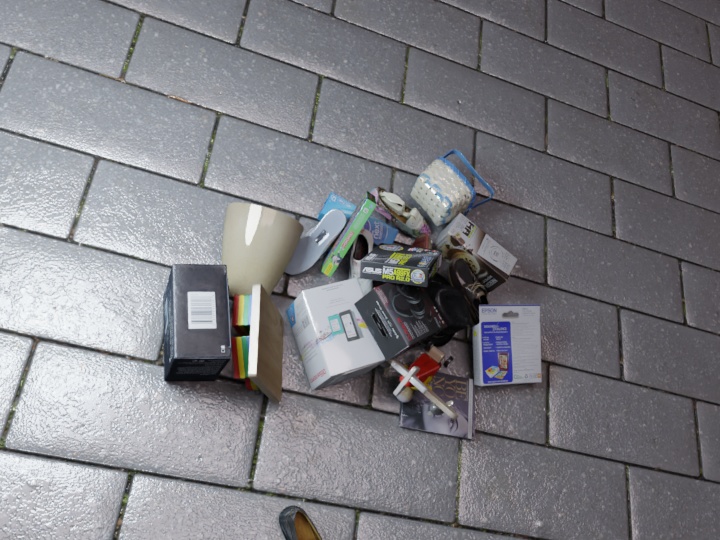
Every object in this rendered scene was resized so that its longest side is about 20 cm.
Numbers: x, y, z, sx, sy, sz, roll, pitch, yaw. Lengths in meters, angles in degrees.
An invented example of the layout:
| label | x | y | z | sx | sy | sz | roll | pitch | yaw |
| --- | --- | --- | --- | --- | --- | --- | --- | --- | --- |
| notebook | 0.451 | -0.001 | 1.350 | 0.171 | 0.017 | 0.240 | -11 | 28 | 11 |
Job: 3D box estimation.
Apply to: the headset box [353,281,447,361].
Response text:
| label | x | y | z | sx | sy | sz | roll | pitch | yaw |
| --- | --- | --- | --- | --- | --- | --- | --- | --- | --- |
| headset box | 0.087 | 0.103 | 1.502 | 0.199 | 0.077 | 0.150 | -15 | 71 | -54 |

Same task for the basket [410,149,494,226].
| label | x | y | z | sx | sy | sz | roll | pitch | yaw |
| --- | --- | --- | --- | --- | --- | --- | --- | --- | --- |
| basket | 0.244 | -0.228 | 1.806 | 0.199 | 0.140 | 0.177 | -31 | 72 | -23 |

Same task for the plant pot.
| label | x | y | z | sx | sy | sz | roll | pitch | yaw |
| --- | --- | --- | --- | --- | --- | --- | --- | --- | --- |
| plant pot | -0.243 | -0.025 | 1.528 | 0.185 | 0.187 | 0.203 | 17 | 78 | -14 |

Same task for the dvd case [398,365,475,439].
| label | x | y | z | sx | sy | sz | roll | pitch | yaw |
| --- | --- | --- | --- | --- | --- | --- | --- | --- | --- |
| dvd case | 0.191 | 0.323 | 1.632 | 0.197 | 0.016 | 0.151 | 14 | 64 | -16 |

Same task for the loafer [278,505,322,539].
| label | x | y | z | sx | sy | sz | roll | pitch | yaw |
| --- | --- | --- | --- | --- | --- | --- | --- | --- | --- |
| loafer | -0.102 | 0.582 | 1.378 | 0.072 | 0.072 | 0.201 | -30 | 83 | -30 |

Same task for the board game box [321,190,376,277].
| label | x | y | z | sx | sy | sz | roll | pitch | yaw |
| --- | --- | --- | --- | --- | --- | --- | --- | --- | --- |
| board game box | -0.027 | -0.090 | 1.591 | 0.029 | 0.135 | 0.201 | 32 | 102 | -7 |

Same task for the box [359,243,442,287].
| label | x | y | z | sx | sy | sz | roll | pitch | yaw |
| --- | --- | --- | --- | --- | --- | --- | --- | --- | --- |
| box | 0.099 | -0.016 | 1.560 | 0.158 | 0.200 | 0.045 | 8 | 105 | 15 |

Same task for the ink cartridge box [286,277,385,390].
| label | x | y | z | sx | sy | sz | roll | pitch | yaw |
| --- | --- | --- | --- | --- | --- | --- | --- | --- | --- |
| ink cartridge box | -0.060 | 0.148 | 1.530 | 0.144 | 0.147 | 0.203 | -13 | 75 | -26 |

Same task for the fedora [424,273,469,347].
| label | x | y | z | sx | sy | sz | roll | pitch | yaw |
| --- | --- | --- | --- | --- | --- | --- | --- | --- | --- |
| fedora | 0.205 | 0.096 | 1.646 | 0.199 | 0.091 | 0.204 | 2 | 87 | -40 |

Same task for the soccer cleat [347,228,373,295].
| label | x | y | z | sx | sy | sz | roll | pitch | yaw |
| --- | --- | --- | --- | --- | --- | --- | --- | --- | --- |
| soccer cleat | 0.000 | 0.000 | 1.621 | 0.067 | 0.085 | 0.204 | 4 | 91 | 9 |

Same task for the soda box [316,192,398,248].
| label | x | y | z | sx | sy | sz | roll | pitch | yaw |
| --- | --- | --- | --- | --- | --- | --- | --- | --- | --- |
| soda box | -0.008 | -0.116 | 1.698 | 0.198 | 0.068 | 0.065 | 29 | 75 | -8 |

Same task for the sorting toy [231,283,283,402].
| label | x | y | z | sx | sy | sz | roll | pitch | yaw |
| --- | --- | --- | --- | --- | --- | --- | --- | --- | --- |
| sorting toy | -0.225 | 0.163 | 1.443 | 0.068 | 0.201 | 0.202 | -5 | 64 | 6 |

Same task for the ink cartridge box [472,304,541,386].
| label | x | y | z | sx | sy | sz | roll | pitch | yaw |
| --- | --- | --- | --- | --- | --- | --- | --- | --- | --- |
| ink cartridge box | 0.375 | 0.189 | 1.708 | 0.195 | 0.047 | 0.204 | 1 | 84 | -24 |

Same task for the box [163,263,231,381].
| label | x | y | z | sx | sy | sz | roll | pitch | yaw |
| --- | --- | --- | --- | --- | --- | --- | --- | --- | --- |
| box | -0.347 | 0.114 | 1.399 | 0.116 | 0.200 | 0.200 | 1 | 68 | -21 |

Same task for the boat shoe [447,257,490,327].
| label | x | y | z | sx | sy | sz | roll | pitch | yaw |
| --- | --- | --- | --- | --- | --- | --- | --- | --- | --- |
| boat shoe | 0.295 | 0.055 | 1.726 | 0.074 | 0.073 | 0.202 | -33 | 100 | -27 |

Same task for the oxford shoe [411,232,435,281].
| label | x | y | z | sx | sy | sz | roll | pitch | yaw |
| --- | --- | --- | --- | --- | --- | --- | --- | --- | --- |
| oxford shoe | 0.164 | 0.004 | 1.732 | 0.074 | 0.070 | 0.203 | 21 | 68 | -33 |

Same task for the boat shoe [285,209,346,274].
| label | x | y | z | sx | sy | sz | roll | pitch | yaw |
| --- | --- | --- | --- | --- | --- | --- | --- | --- | --- |
| boat shoe | -0.110 | -0.070 | 1.634 | 0.075 | 0.086 | 0.202 | 42 | 95 | 2 |

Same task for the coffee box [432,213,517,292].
| label | x | y | z | sx | sy | sz | roll | pitch | yaw |
| --- | --- | --- | --- | --- | --- | --- | --- | --- | --- |
| coffee box | 0.300 | -0.043 | 1.770 | 0.199 | 0.113 | 0.080 | 38 | 61 | -3 |

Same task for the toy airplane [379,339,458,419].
| label | x | y | z | sx | sy | sz | roll | pitch | yaw |
| --- | --- | --- | --- | --- | --- | --- | --- | --- | --- |
| toy airplane | 0.122 | 0.255 | 1.546 | 0.197 | 0.142 | 0.201 | 20 | 29 | -24 |

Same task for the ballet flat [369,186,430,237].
| label | x | y | z | sx | sy | sz | roll | pitch | yaw |
| --- | --- | --- | --- | --- | --- | --- | --- | --- | --- |
| ballet flat | 0.109 | -0.154 | 1.764 | 0.199 | 0.071 | 0.070 | 34 | 60 | -6 |
